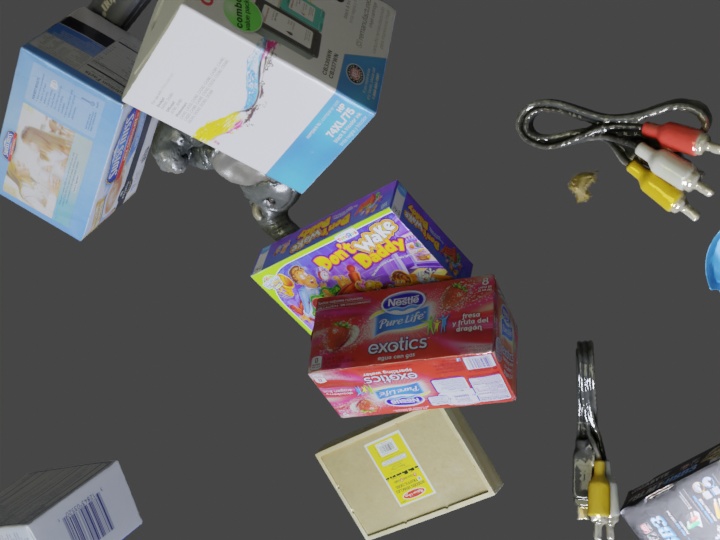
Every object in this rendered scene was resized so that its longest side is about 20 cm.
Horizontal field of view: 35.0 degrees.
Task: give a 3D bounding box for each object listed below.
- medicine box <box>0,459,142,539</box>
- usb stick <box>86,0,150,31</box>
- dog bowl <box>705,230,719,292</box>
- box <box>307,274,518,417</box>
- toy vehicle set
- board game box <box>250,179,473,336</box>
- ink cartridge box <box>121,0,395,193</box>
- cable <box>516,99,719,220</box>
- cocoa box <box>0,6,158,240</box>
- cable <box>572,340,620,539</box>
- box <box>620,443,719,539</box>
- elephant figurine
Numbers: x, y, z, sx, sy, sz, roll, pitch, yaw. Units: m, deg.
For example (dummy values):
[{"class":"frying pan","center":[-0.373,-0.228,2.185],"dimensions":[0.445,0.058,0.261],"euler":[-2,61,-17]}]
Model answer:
[{"class":"medicine box","center":[-0.437,0.353,1.560],"dimensions":[0.199,0.182,0.104],"euler":[-14,102,33]},{"class":"usb stick","center":[-0.257,-0.317,1.278],"dimensions":[0.056,0.033,0.200],"euler":[51,125,2]},{"class":"dog bowl","center":[0.387,0.035,1.041],"dimensions":[0.111,0.050,0.202],"euler":[-11,104,33]},{"class":"box","center":[0.056,0.081,1.178],"dimensions":[0.198,0.096,0.100],"euler":[-9,142,20]},{"class":"toy vehicle set","center":[0.052,0.229,1.324],"dimensions":[0.199,0.026,0.125],"euler":[-28,94,35]},{"class":"board game box","center":[0.000,0.000,1.219],"dimensions":[0.199,0.045,0.134],"euler":[-25,122,35]},{"class":"ink cartridge box","center":[-0.094,-0.204,1.073],"dimensions":[0.199,0.148,0.146],"euler":[26,141,-20]},{"class":"cable","center":[0.238,-0.127,1.051],"dimensions":[0.199,0.050,0.098],"euler":[25,114,19]},{"class":"cocoa box","center":[-0.316,-0.164,1.291],"dimensions":[0.133,0.131,0.201],"euler":[29,126,2]},{"class":"cable","center":[0.246,0.172,1.174],"dimensions":[0.050,0.097,0.202],"euler":[2,91,18]},{"class":"box","center":[0.395,0.268,1.130],"dimensions":[0.198,0.050,0.201],"euler":[-39,88,36]},{"class":"elephant figurine","center":[-0.111,-0.127,1.231],"dimensions":[0.199,0.155,0.142],"euler":[29,78,5]}]
